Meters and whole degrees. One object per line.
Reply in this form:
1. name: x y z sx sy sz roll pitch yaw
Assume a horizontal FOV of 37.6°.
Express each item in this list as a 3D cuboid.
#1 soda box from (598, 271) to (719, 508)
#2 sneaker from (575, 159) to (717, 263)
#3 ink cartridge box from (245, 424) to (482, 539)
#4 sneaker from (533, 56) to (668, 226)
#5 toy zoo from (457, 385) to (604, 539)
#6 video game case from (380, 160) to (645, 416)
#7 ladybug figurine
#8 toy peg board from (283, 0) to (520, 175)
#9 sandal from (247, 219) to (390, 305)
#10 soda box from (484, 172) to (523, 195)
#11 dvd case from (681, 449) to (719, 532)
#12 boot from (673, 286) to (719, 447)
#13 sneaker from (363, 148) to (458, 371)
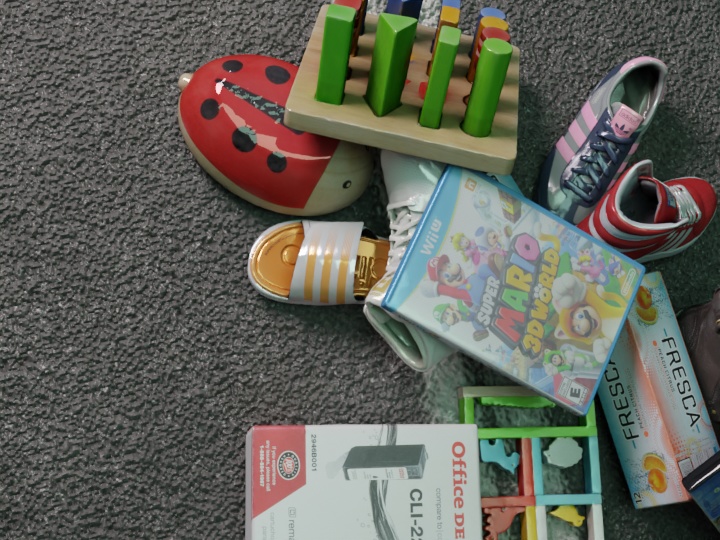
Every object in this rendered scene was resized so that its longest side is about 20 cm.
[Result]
1. soda box: 0.263 0.109 0.967 0.063 0.068 0.203 -10 79 -34
2. sneaker: 0.283 -0.060 0.981 0.198 0.113 0.072 -24 73 -29
3. ink cartridge box: 0.002 0.207 0.906 0.197 0.084 0.147 1 78 -10
4. sneaker: 0.230 -0.122 1.014 0.070 0.082 0.202 29 77 -6
5. toy zoo: 0.157 0.207 0.966 0.129 0.020 0.203 1 78 -10
6. video game case: 0.133 0.014 0.898 0.198 0.018 0.145 29 77 -8
7. ladybug figurine: -0.077 -0.130 0.967 0.198 0.072 0.137 24 76 -4
8. toy peg board: 0.051 -0.198 0.929 0.197 0.099 0.200 13 40 0
9. sandal: 0.001 -0.008 0.962 0.203 0.059 0.080 6 77 -9
10. soda box: 0.104 -0.063 0.984 0.068 0.064 0.201 -29 85 -29
11. dvd case: 0.377 0.194 0.926 0.142 0.018 0.200 -39 125 6
12. boot: 0.346 0.098 0.942 0.068 0.174 0.202 -23 82 -14
13. sneaker: 0.044 -0.015 0.918 0.115 0.073 0.202 -29 100 -35
